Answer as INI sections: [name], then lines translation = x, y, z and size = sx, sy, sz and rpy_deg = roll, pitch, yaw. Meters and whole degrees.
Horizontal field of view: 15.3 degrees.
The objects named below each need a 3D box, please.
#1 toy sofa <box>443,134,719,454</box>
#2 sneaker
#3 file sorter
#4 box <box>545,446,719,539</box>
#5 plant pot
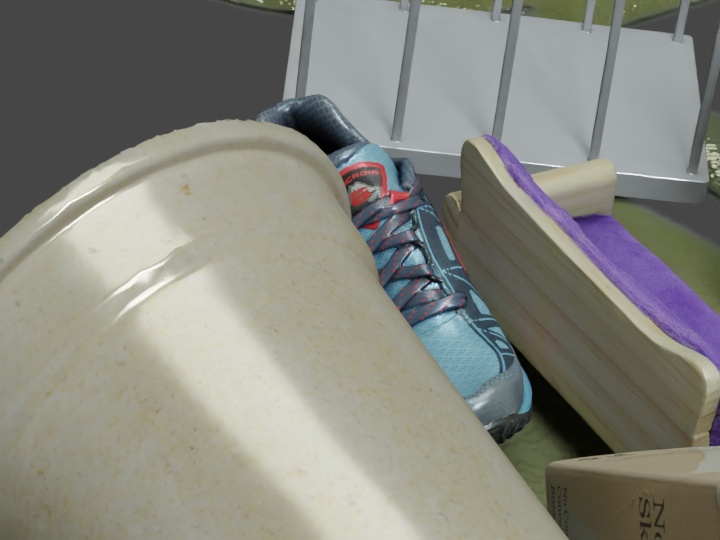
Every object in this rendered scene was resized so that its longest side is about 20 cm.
[toy sofa]
translation = 0.114, 0.023, 1.059
size = 0.082, 0.098, 0.200
rpy_deg = -13, 38, -26
[sneaker]
translation = 0.000, 0.000, 1.065
size = 0.079, 0.096, 0.200
rpy_deg = -25, 40, -12
[file sorter]
translation = 0.068, -0.129, 1.251
size = 0.199, 0.125, 0.139
rpy_deg = 6, 33, -1
[box]
translation = 0.129, 0.106, 0.857
size = 0.077, 0.096, 0.200
rpy_deg = -3, -2, -14
[plant pot]
translation = -0.027, 0.086, 0.866
size = 0.200, 0.201, 0.183
rpy_deg = -23, 54, -37
